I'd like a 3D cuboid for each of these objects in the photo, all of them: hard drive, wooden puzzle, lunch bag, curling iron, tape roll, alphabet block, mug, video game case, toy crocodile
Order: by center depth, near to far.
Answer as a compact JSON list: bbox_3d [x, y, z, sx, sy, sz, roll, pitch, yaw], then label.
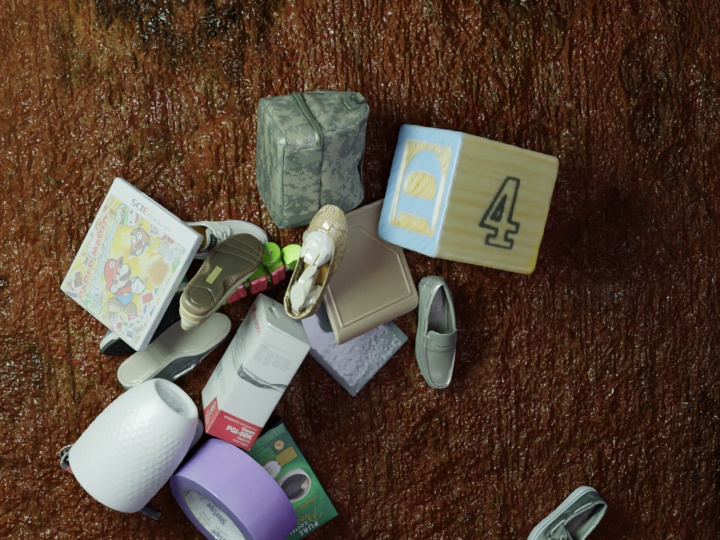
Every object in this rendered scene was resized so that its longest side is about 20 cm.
[{"bbox_3d":[-0.349,-0.011,1.554,0.181,0.023,0.201,34,101,23],"label":"video game case"},{"bbox_3d":[-0.069,-0.176,1.602,0.166,0.140,0.201,-12,135,-18],"label":"lunch bag"},{"bbox_3d":[-0.328,0.265,1.612,0.176,0.148,0.200,-48,151,11],"label":"mug"},{"bbox_3d":[-0.202,0.369,1.626,0.085,0.199,0.201,-43,109,-32],"label":"tape roll"},{"bbox_3d":[-0.176,0.011,1.650,0.199,0.068,0.062,-23,60,-11],"label":"toy crocodile"},{"bbox_3d":[0.172,-0.116,1.662,0.199,0.195,0.198,9,98,-30],"label":"alphabet block"},{"bbox_3d":[-0.404,0.348,1.668,0.200,0.026,0.050,43,88,-18],"label":"curling iron"},{"bbox_3d":[0.000,0.000,1.702,0.184,0.037,0.202,-23,103,-35],"label":"wooden puzzle"},{"bbox_3d":[-0.033,0.096,1.736,0.140,0.033,0.200,-46,108,-6],"label":"hard drive"}]

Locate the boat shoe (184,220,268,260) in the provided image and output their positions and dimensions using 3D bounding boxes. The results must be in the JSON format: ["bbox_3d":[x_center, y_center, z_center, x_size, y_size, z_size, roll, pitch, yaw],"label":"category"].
[{"bbox_3d":[-0.240,-0.048,1.631,0.198,0.070,0.072,7,97,-19],"label":"boat shoe"}]

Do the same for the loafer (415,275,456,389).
[{"bbox_3d":[0.132,0.110,1.767,0.069,0.070,0.202,-10,101,-16],"label":"loafer"}]

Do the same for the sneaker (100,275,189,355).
[{"bbox_3d":[-0.352,0.038,1.610,0.200,0.121,0.083,-37,154,24],"label":"sneaker"}]

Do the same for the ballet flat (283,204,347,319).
[{"bbox_3d":[-0.071,-0.005,1.595,0.070,0.065,0.201,23,116,13],"label":"ballet flat"}]

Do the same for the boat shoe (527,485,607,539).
[{"bbox_3d":[0.376,0.486,1.897,0.072,0.071,0.200,40,87,-18],"label":"boat shoe"}]

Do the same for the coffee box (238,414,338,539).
[{"bbox_3d":[-0.137,0.362,1.740,0.122,0.044,0.201,-32,106,-7],"label":"coffee box"}]

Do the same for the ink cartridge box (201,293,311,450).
[{"bbox_3d":[-0.168,0.159,1.628,0.082,0.147,0.201,27,102,-19],"label":"ink cartridge box"}]

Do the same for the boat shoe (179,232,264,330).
[{"bbox_3d":[-0.219,0.017,1.569,0.071,0.076,0.200,35,43,7],"label":"boat shoe"}]

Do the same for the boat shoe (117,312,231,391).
[{"bbox_3d":[-0.297,0.137,1.662,0.199,0.073,0.063,-31,149,-15],"label":"boat shoe"}]
